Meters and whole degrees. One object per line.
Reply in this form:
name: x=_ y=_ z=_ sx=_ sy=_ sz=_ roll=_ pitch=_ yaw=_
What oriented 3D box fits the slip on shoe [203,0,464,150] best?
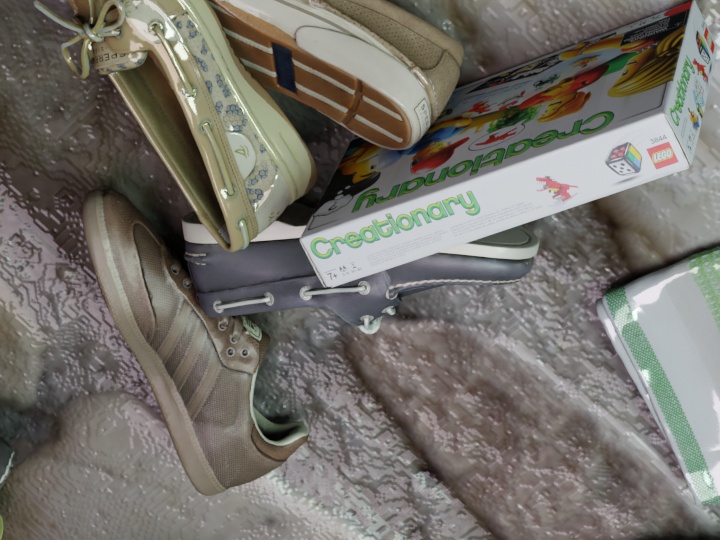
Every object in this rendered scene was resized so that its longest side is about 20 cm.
slip on shoe: x=-0.039 y=-0.135 z=1.082 sx=0.200 sy=0.061 sz=0.076 roll=29 pitch=155 yaw=18

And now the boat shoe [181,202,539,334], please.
boat shoe: x=0.000 y=0.000 z=1.135 sx=0.199 sy=0.073 sz=0.063 roll=3 pitch=105 yaw=18

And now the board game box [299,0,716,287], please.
board game box: x=0.075 y=-0.063 z=1.049 sx=0.199 sy=0.126 sz=0.035 roll=-19 pitch=114 yaw=25

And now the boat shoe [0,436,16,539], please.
boat shoe: x=-0.260 y=0.167 z=1.325 sx=0.060 sy=0.072 sz=0.201 roll=34 pitch=131 yaw=-11

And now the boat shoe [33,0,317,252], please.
boat shoe: x=-0.101 y=-0.100 z=1.073 sx=0.200 sy=0.063 sz=0.073 roll=50 pitch=157 yaw=-17

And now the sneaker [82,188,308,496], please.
sneaker: x=-0.095 y=0.032 z=1.206 sx=0.075 sy=0.070 sz=0.201 roll=-21 pitch=115 yaw=2

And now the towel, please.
towel: x=0.244 y=0.045 z=1.125 sx=0.199 sy=0.031 sz=0.149 roll=-20 pitch=114 yaw=26
